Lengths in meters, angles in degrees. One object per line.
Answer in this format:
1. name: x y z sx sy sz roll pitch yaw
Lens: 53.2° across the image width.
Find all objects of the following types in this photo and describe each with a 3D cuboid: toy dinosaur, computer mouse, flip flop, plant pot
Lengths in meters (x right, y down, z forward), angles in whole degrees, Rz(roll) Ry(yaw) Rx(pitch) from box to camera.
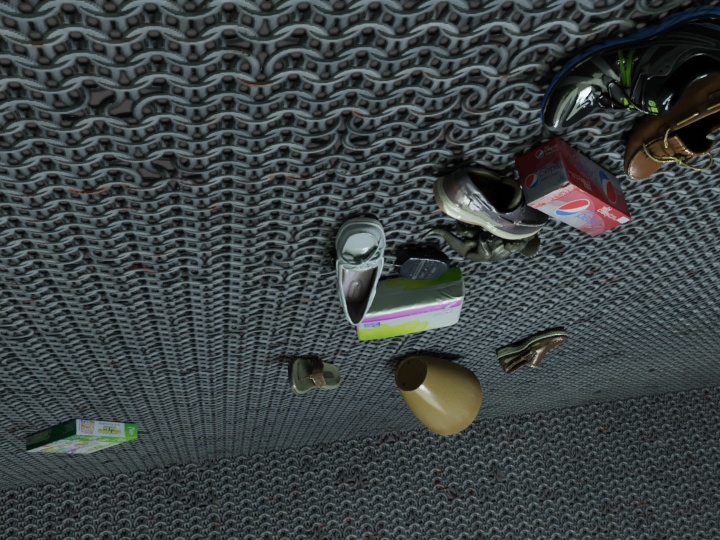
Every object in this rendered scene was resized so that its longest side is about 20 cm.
1. toy dinosaur: 0.193 -0.041 1.070 0.199 0.077 0.102 -15 152 4
2. computer mouse: 0.047 -0.019 1.126 0.199 0.034 0.059 6 141 -20
3. flip flop: -0.097 0.235 1.620 0.057 0.082 0.200 -18 162 30
4. plant pot: 0.176 0.290 1.787 0.186 0.187 0.200 -22 143 26

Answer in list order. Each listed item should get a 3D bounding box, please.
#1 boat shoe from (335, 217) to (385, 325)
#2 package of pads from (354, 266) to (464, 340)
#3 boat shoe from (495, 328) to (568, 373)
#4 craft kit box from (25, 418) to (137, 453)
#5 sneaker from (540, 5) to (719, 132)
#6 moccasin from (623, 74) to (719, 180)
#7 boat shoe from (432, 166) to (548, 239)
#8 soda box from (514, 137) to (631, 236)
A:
1. boat shoe: -0.002 0.001 1.059 0.074 0.065 0.202 -1 142 -11
2. package of pads: 0.083 0.064 1.291 0.199 0.069 0.155 -10 158 -1
3. boat shoe: 0.439 0.209 1.813 0.074 0.075 0.202 10 151 -42
4. craft kit box: -0.730 0.438 1.889 0.199 0.049 0.197 -21 159 26
5. sneaker: 0.275 -0.189 0.722 0.199 0.083 0.071 -21 156 25
6. moccasin: 0.386 -0.162 0.850 0.073 0.078 0.201 0 156 -25
7. boat shoe: 0.186 -0.091 0.948 0.199 0.072 0.065 13 154 -34
8. soda box: 0.285 -0.107 0.953 0.063 0.070 0.200 -25 155 35
